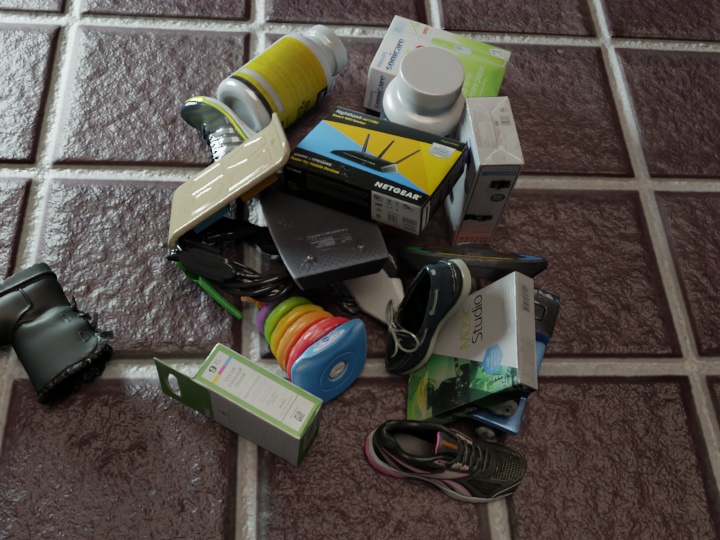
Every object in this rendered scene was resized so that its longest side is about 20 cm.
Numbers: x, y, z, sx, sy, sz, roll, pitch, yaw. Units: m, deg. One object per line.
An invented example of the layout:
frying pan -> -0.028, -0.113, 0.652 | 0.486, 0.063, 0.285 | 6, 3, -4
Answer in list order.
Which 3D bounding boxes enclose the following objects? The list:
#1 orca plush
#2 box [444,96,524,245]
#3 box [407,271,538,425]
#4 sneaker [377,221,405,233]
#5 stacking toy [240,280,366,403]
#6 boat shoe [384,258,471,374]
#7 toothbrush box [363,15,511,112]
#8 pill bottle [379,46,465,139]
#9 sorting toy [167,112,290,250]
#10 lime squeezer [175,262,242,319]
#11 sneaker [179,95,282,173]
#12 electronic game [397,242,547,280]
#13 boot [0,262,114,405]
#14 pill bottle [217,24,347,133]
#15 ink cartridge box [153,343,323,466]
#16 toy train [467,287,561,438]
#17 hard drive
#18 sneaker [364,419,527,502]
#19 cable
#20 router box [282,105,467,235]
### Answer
orca plush -> 0.000, 0.000, 1.115 | 0.199, 0.071, 0.106 | 31, 106, 16
box -> 0.165, -0.133, 1.117 | 0.060, 0.200, 0.117 | -3, 62, -7
box -> 0.132, 0.104, 0.983 | 0.036, 0.200, 0.145 | 23, 55, -27
sneaker -> -0.014, -0.097, 1.160 | 0.199, 0.076, 0.092 | -1, 38, -3
stacking toy -> -0.091, 0.069, 1.041 | 0.116, 0.110, 0.200 | -33, 54, -24
boat shoe -> 0.068, 0.062, 0.990 | 0.062, 0.200, 0.075 | -1, 54, -29
toothbrush box -> 0.122, -0.303, 1.269 | 0.199, 0.086, 0.146 | 19, 53, 6
pill bottle -> 0.087, -0.219, 1.156 | 0.119, 0.200, 0.120 | 3, 59, -5
sorting toy -> -0.173, -0.118, 1.062 | 0.200, 0.037, 0.185 | -37, 25, 6
lime squeezer -> -0.222, -0.014, 1.105 | 0.070, 0.038, 0.201 | 5, 53, -41
sneaker -> -0.199, -0.183, 1.179 | 0.200, 0.074, 0.081 | 38, 67, 17
electronic game -> 0.148, -0.016, 1.064 | 0.199, 0.200, 0.042 | 3, 95, -5
boot -> -0.421, 0.096, 0.994 | 0.198, 0.073, 0.163 | -35, 72, -24
pill bottle -> -0.114, -0.290, 1.225 | 0.112, 0.112, 0.200 | 38, 63, 15
ink cartridge box -> -0.146, 0.152, 0.971 | 0.199, 0.104, 0.059 | 26, 60, 9
toy train -> 0.191, 0.115, 1.025 | 0.086, 0.114, 0.201 | 21, 59, 6
hard drive -> -0.054, -0.059, 1.035 | 0.134, 0.042, 0.200 | -13, 47, -14
sneaker -> 0.106, 0.226, 0.967 | 0.199, 0.086, 0.081 | 8, 61, -3
cable -> -0.147, -0.018, 1.067 | 0.199, 0.051, 0.163 | 14, 24, 7
router box -> 0.020, -0.136, 1.045 | 0.199, 0.051, 0.149 | 20, 47, 19
